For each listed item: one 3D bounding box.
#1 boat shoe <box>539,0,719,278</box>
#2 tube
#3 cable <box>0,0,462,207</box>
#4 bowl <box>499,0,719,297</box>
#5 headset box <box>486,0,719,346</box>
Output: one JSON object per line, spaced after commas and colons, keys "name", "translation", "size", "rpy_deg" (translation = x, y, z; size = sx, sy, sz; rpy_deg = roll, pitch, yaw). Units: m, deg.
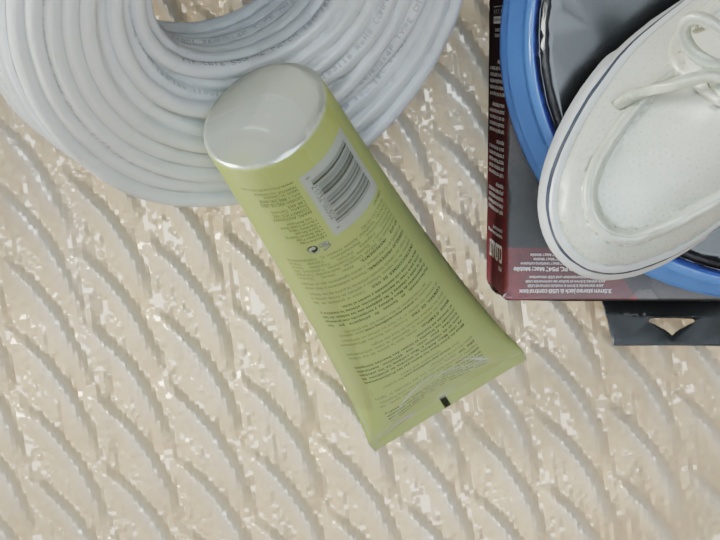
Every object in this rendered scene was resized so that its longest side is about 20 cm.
{"name": "boat shoe", "translation": [0.147, -0.072, 0.826], "size": [0.202, 0.086, 0.075], "rpy_deg": [-40, 96, 1]}
{"name": "tube", "translation": [0.000, 0.000, 0.930], "size": [0.058, 0.200, 0.052], "rpy_deg": [1, 55, 29]}
{"name": "cable", "translation": [-0.052, -0.119, 0.882], "size": [0.199, 0.069, 0.201], "rpy_deg": [17, 116, -38]}
{"name": "bowl", "translation": [0.153, -0.089, 0.895], "size": [0.199, 0.039, 0.202], "rpy_deg": [0, 95, -3]}
{"name": "headset box", "translation": [0.127, -0.070, 0.954], "size": [0.148, 0.077, 0.202], "rpy_deg": [1, 95, -2]}
